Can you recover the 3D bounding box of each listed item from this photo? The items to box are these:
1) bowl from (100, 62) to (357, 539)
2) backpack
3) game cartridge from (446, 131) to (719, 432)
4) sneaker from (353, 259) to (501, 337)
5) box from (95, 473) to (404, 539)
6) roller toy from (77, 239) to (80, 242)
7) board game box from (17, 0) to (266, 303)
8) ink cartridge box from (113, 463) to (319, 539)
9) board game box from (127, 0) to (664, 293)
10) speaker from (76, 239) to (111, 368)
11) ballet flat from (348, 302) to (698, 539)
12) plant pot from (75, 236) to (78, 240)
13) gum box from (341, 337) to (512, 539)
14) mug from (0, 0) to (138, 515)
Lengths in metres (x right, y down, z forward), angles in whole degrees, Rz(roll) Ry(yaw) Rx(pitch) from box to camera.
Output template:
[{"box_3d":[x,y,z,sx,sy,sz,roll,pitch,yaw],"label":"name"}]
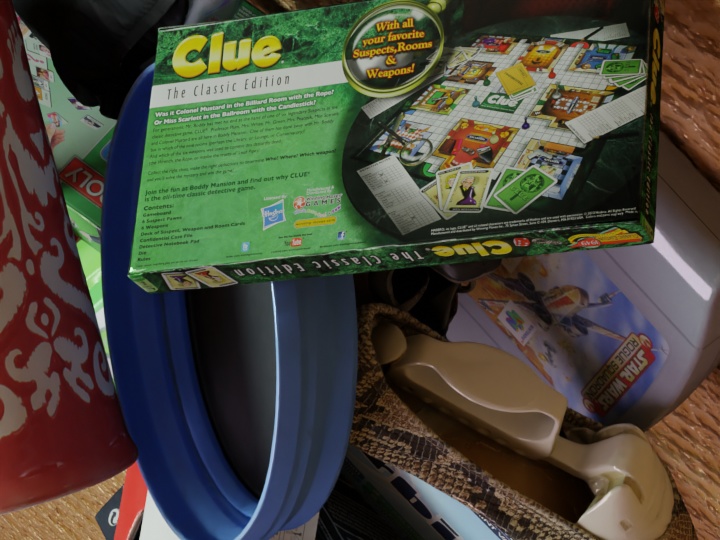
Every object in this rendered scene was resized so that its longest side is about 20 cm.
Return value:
[{"box_3d":[-0.054,0.013,1.137,0.200,0.039,0.202,174,90,-67],"label":"bowl"},{"box_3d":[-0.101,-0.162,1.167,0.167,0.127,0.200,40,162,-10],"label":"backpack"},{"box_3d":[0.089,0.004,1.158,0.133,0.041,0.200,51,153,11],"label":"game cartridge"},{"box_3d":[0.000,0.000,1.174,0.082,0.077,0.200,64,158,4],"label":"sneaker"},{"box_3d":[-0.011,0.192,1.488,0.200,0.123,0.199,35,-166,-43],"label":"box"},{"box_3d":[-0.225,-0.022,1.640,0.181,0.201,0.140,0,140,18],"label":"roller toy"},{"box_3d":[-0.112,-0.085,1.291,0.200,0.135,0.029,36,160,16],"label":"board game box"},{"box_3d":[-0.093,0.151,1.392,0.045,0.201,0.176,14,172,-37],"label":"ink cartridge box"},{"box_3d":[0.012,-0.051,1.016,0.199,0.105,0.023,-5,157,24],"label":"board game box"},{"box_3d":[-0.098,0.006,1.362,0.088,0.200,0.089,47,-165,-16],"label":"speaker"},{"box_3d":[0.069,0.073,1.137,0.199,0.068,0.075,30,142,-13],"label":"ballet flat"},{"box_3d":[-0.209,-0.087,1.423,0.200,0.183,0.200,44,178,2],"label":"plant pot"},{"box_3d":[0.027,0.082,1.386,0.170,0.045,0.200,47,165,1],"label":"gum box"},{"box_3d":[-0.182,-0.007,1.180,0.177,0.133,0.201,-160,58,-75],"label":"mug"}]
